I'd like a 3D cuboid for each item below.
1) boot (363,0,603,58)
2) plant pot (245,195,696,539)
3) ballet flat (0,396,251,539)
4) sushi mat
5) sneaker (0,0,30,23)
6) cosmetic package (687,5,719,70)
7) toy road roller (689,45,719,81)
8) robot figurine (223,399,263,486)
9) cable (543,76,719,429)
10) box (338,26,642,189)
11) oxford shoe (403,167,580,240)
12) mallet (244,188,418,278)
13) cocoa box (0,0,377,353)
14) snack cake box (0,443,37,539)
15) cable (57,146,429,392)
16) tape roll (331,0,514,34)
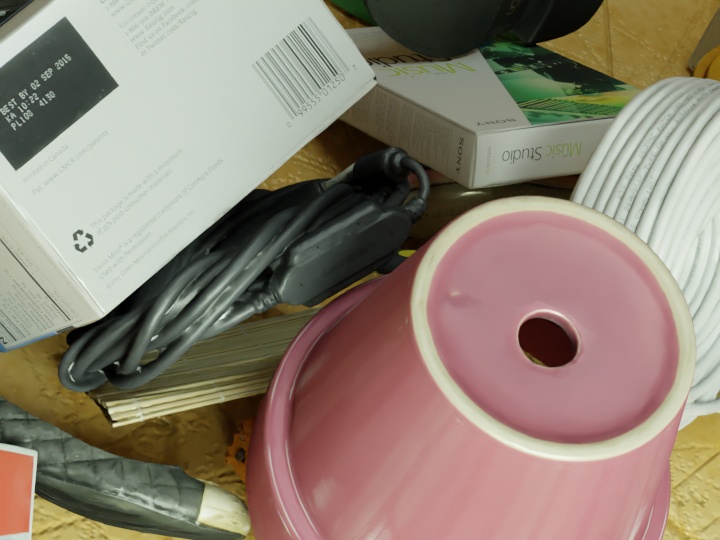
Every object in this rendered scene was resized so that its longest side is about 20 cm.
[{"bbox_3d":[0.035,-0.203,1.514,0.200,0.069,0.174,-3,42,-46],"label":"boot"},{"bbox_3d":[0.062,0.065,1.162,0.200,0.179,0.200,7,59,-13],"label":"plant pot"},{"bbox_3d":[-0.142,0.080,1.224,0.200,0.066,0.057,23,71,-2],"label":"ballet flat"},{"bbox_3d":[-0.045,0.041,1.293,0.200,0.012,0.096,-12,17,-22],"label":"sushi mat"},{"bbox_3d":[-0.157,-0.106,1.406,0.200,0.060,0.104,-6,51,-24],"label":"sneaker"},{"bbox_3d":[0.320,-0.145,1.667,0.200,0.071,0.105,-18,59,-37],"label":"cosmetic package"},{"bbox_3d":[0.270,-0.056,1.499,0.123,0.146,0.200,-26,65,-37],"label":"toy road roller"},{"bbox_3d":[0.032,0.135,1.267,0.145,0.058,0.200,-25,63,-39],"label":"robot figurine"},{"bbox_3d":[0.166,-0.008,1.369,0.069,0.200,0.200,21,21,28],"label":"cable"},{"bbox_3d":[0.066,-0.098,1.456,0.144,0.036,0.200,-9,25,-32],"label":"box"},{"bbox_3d":[0.079,-0.022,1.435,0.200,0.070,0.075,-3,87,-9],"label":"oxford shoe"},{"bbox_3d":[0.000,0.000,1.329,0.200,0.041,0.066,11,40,35],"label":"mallet"},{"bbox_3d":[-0.121,-0.075,1.251,0.200,0.131,0.133,-43,102,-28],"label":"cocoa box"},{"bbox_3d":[-0.207,0.162,1.118,0.115,0.067,0.200,12,45,-14],"label":"snack cake box"},{"bbox_3d":[-0.069,-0.004,1.256,0.200,0.163,0.051,-32,108,-20],"label":"cable"},{"bbox_3d":[0.038,-0.227,1.622,0.200,0.048,0.200,14,45,-14],"label":"tape roll"}]
